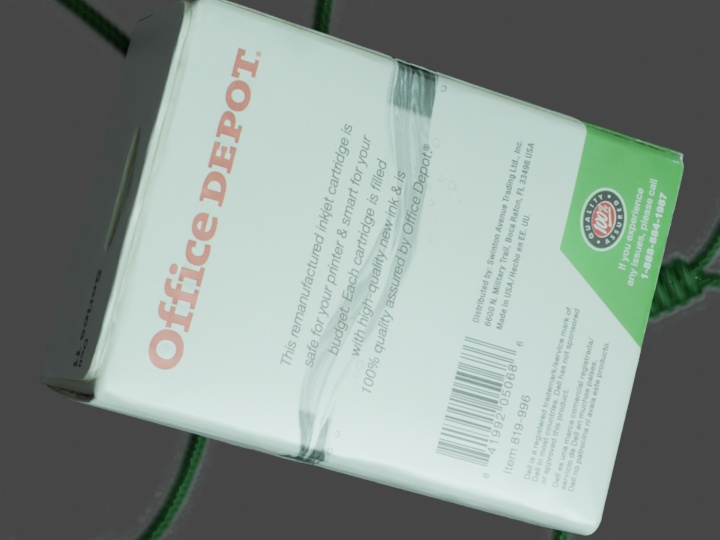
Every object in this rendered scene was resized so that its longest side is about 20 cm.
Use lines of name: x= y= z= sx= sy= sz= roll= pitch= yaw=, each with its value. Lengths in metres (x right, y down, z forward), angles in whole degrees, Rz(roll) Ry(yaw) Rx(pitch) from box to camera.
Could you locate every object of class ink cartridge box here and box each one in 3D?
ink cartridge box: x=0.000 y=0.000 z=0.821 sx=0.199 sy=0.083 sz=0.147 roll=18 pitch=83 yaw=-21
